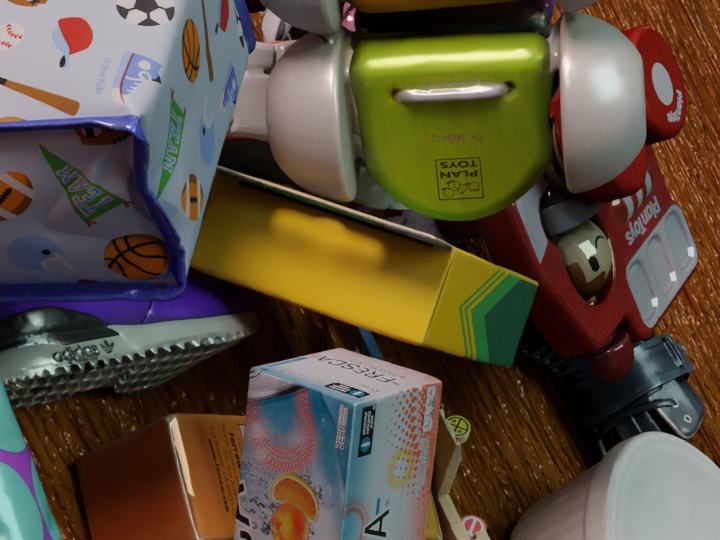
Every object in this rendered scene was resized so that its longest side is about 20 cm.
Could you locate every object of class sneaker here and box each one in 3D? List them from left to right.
[{"bbox_3d":[-0.125,0.004,1.189,0.200,0.070,0.100,-6,71,-57],"label":"sneaker"},{"bbox_3d":[-0.051,-0.079,1.254,0.200,0.082,0.077,19,75,-32],"label":"sneaker"},{"bbox_3d":[0.133,0.055,1.522,0.202,0.077,0.146,-6,70,-58],"label":"sneaker"}]

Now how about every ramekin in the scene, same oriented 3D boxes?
[{"bbox_3d":[0.161,0.201,1.443,0.202,0.094,0.203,36,41,-38],"label":"ramekin"}]

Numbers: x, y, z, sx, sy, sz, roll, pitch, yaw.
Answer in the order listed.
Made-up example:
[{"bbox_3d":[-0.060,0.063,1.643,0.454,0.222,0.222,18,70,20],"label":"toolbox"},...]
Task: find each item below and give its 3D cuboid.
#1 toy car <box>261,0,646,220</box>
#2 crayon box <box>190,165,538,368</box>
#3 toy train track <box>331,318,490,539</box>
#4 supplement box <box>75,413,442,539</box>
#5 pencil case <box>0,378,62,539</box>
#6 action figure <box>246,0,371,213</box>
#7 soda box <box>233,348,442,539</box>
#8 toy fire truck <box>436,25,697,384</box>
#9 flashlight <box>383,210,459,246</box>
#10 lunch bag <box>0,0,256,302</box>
[{"bbox_3d":[0.043,-0.128,1.190,0.150,0.175,0.200,-80,165,-64],"label":"toy car"},{"bbox_3d":[0.000,0.000,1.240,0.052,0.126,0.200,-71,161,-1],"label":"crayon box"},{"bbox_3d":[0.030,0.079,1.343,0.032,0.115,0.200,-12,56,-23],"label":"toy train track"},{"bbox_3d":[-0.044,0.112,1.233,0.200,0.066,0.069,5,64,-54],"label":"supplement box"},{"bbox_3d":[-0.159,0.125,1.036,0.092,0.085,0.200,47,20,-83],"label":"pencil case"},{"bbox_3d":[-0.005,-0.118,1.365,0.134,0.149,0.200,51,-7,28],"label":"action figure"},{"bbox_3d":[-0.016,0.141,1.157,0.068,0.064,0.200,-11,111,-51],"label":"soda box"},{"bbox_3d":[0.128,-0.031,1.428,0.168,0.112,0.200,65,31,-15],"label":"toy fire truck"},{"bbox_3d":[0.042,-0.037,1.473,0.200,0.068,0.068,-57,150,-50],"label":"flashlight"},{"bbox_3d":[-0.160,-0.073,1.090,0.170,0.200,0.124,-79,163,-46],"label":"lunch bag"}]
